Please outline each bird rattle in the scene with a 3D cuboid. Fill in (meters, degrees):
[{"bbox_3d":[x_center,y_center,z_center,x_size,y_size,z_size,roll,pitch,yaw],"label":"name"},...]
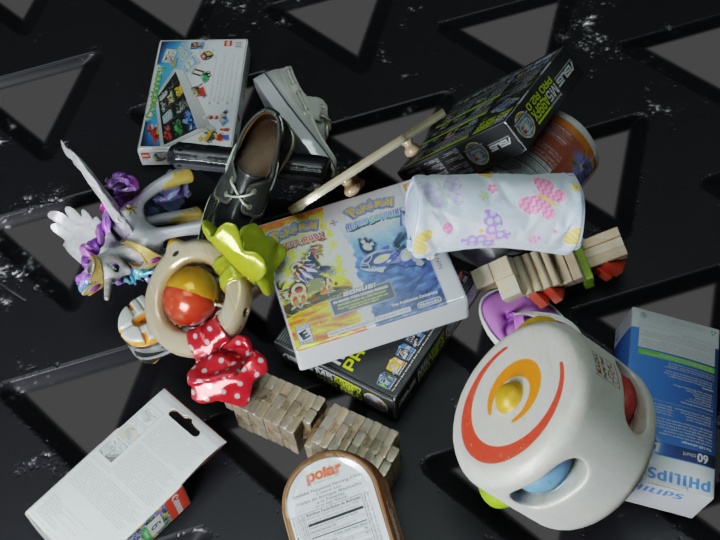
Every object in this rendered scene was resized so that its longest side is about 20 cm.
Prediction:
[{"bbox_3d":[-0.162,0.041,1.313,0.162,0.112,0.201,13,91,29],"label":"bird rattle"}]

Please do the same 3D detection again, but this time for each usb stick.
[{"bbox_3d":[-0.133,-0.131,1.463,0.199,0.033,0.055,6,16,3],"label":"usb stick"}]

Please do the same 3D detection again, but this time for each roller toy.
[{"bbox_3d":[0.189,0.150,1.206,0.182,0.139,0.201,13,72,60],"label":"roller toy"}]

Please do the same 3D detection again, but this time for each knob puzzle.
[{"bbox_3d":[-0.005,-0.108,1.418,0.219,0.220,0.031,-34,95,-16],"label":"knob puzzle"}]

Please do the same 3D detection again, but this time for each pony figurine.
[{"bbox_3d":[-0.279,-0.058,1.452,0.199,0.167,0.193,-23,58,-30],"label":"pony figurine"}]

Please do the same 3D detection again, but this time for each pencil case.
[{"bbox_3d":[0.145,-0.061,1.319,0.199,0.083,0.091,-2,80,-5],"label":"pencil case"}]

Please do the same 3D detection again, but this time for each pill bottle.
[{"bbox_3d":[0.186,-0.092,1.434,0.112,0.112,0.200,32,65,25],"label":"pill bottle"}]

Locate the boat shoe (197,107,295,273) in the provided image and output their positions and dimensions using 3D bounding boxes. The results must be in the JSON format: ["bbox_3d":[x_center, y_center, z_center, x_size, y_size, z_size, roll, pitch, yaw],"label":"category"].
[{"bbox_3d":[-0.138,-0.094,1.394,0.071,0.068,0.201,23,79,6],"label":"boat shoe"}]

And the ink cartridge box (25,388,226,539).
[{"bbox_3d":[-0.246,0.232,1.296,0.109,0.050,0.200,35,65,26],"label":"ink cartridge box"}]

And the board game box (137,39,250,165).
[{"bbox_3d":[-0.220,-0.228,1.618,0.125,0.035,0.201,0,56,6],"label":"board game box"}]

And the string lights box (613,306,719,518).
[{"bbox_3d":[0.318,0.147,1.273,0.102,0.059,0.201,15,57,-2],"label":"string lights box"}]

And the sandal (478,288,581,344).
[{"bbox_3d":[0.213,0.081,1.349,0.082,0.050,0.203,-34,59,-17],"label":"sandal"}]

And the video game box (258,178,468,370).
[{"bbox_3d":[0.000,0.000,1.360,0.199,0.047,0.183,-18,53,-6],"label":"video game box"}]

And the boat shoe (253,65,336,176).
[{"bbox_3d":[-0.071,-0.196,1.562,0.065,0.072,0.200,-29,49,-8],"label":"boat shoe"}]

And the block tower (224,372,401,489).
[{"bbox_3d":[-0.048,0.172,1.312,0.199,0.058,0.054,23,61,18],"label":"block tower"}]

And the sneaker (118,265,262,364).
[{"bbox_3d":[-0.189,0.041,1.408,0.199,0.077,0.078,-26,57,-19],"label":"sneaker"}]

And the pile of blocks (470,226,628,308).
[{"bbox_3d":[0.222,0.010,1.383,0.199,0.082,0.062,-14,72,-16],"label":"pile of blocks"}]

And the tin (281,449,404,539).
[{"bbox_3d":[-0.012,0.278,1.214,0.111,0.042,0.201,-19,69,3],"label":"tin"}]

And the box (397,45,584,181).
[{"bbox_3d":[0.154,-0.176,1.446,0.044,0.200,0.160,49,53,-15],"label":"box"}]

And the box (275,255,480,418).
[{"bbox_3d":[0.023,0.050,1.385,0.160,0.044,0.200,26,62,21],"label":"box"}]
